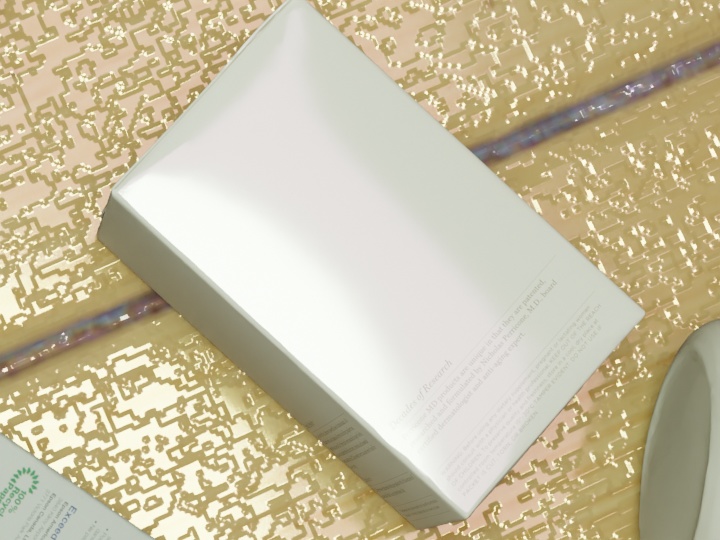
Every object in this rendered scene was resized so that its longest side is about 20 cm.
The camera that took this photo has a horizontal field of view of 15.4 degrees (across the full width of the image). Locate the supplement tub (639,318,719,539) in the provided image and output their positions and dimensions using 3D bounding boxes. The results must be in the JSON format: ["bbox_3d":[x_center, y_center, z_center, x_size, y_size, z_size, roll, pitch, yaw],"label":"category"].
[{"bbox_3d":[0.231,0.101,1.154,0.200,0.140,0.141,8,81,-7],"label":"supplement tub"}]

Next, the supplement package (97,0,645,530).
[{"bbox_3d":[0.000,0.000,1.143,0.200,0.121,0.120,42,79,-2],"label":"supplement package"}]

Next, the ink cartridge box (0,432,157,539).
[{"bbox_3d":[-0.139,0.198,1.121,0.200,0.043,0.197,39,77,-26],"label":"ink cartridge box"}]
